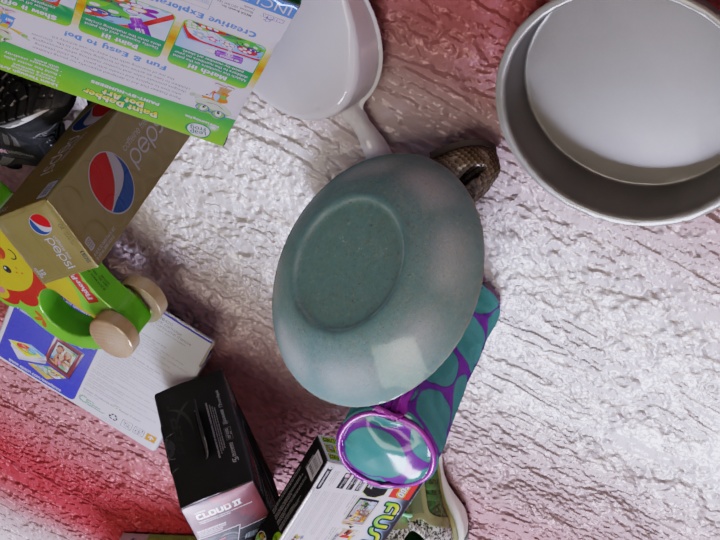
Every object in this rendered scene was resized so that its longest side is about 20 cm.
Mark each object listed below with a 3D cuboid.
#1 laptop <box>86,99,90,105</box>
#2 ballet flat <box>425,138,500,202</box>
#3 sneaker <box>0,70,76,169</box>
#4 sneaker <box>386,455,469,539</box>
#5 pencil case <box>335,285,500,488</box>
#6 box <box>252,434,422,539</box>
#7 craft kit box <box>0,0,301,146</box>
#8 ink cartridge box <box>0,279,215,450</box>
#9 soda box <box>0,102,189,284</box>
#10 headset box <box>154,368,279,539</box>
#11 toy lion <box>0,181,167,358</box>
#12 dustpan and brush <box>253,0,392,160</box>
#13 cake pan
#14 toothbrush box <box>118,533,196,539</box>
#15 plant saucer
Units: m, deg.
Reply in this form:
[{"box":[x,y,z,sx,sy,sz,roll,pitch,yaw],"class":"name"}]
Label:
[{"box":[-0.273,-0.255,1.076,0.198,0.116,0.189,16,132,12],"class":"laptop"},{"box":[0.029,-0.050,1.142,0.199,0.047,0.067,-21,154,34],"class":"ballet flat"},{"box":[-0.274,-0.131,1.204,0.087,0.076,0.199,32,159,-33],"class":"sneaker"},{"box":[0.042,0.215,1.345,0.076,0.089,0.201,-11,122,32],"class":"sneaker"},{"box":[0.049,0.083,1.151,0.084,0.201,0.093,19,131,8],"class":"pencil case"},{"box":[-0.034,0.240,1.291,0.109,0.035,0.201,14,121,-31],"class":"box"},{"box":[-0.155,-0.174,0.952,0.198,0.049,0.198,19,150,-14],"class":"craft kit box"},{"box":[-0.248,0.064,1.388,0.196,0.047,0.201,32,132,-2],"class":"ink cartridge box"},{"box":[-0.205,-0.082,1.131,0.063,0.201,0.068,-16,121,34],"class":"soda box"},{"box":[-0.127,0.205,1.349,0.074,0.149,0.201,-21,132,-2],"class":"headset box"},{"box":[-0.298,-0.008,1.287,0.190,0.069,0.201,-8,126,41],"class":"toy lion"},{"box":[-0.024,-0.144,1.105,0.138,0.057,0.201,-13,115,35],"class":"dustpan and brush"},{"box":[0.196,-0.123,1.020,0.198,0.037,0.202,13,132,15],"class":"cake pan"},{"box":[-0.178,0.377,1.590,0.198,0.086,0.147,-2,127,28],"class":"toothbrush box"},{"box":[0.000,0.000,1.076,0.199,0.204,0.039,-14,155,34],"class":"plant saucer"}]
